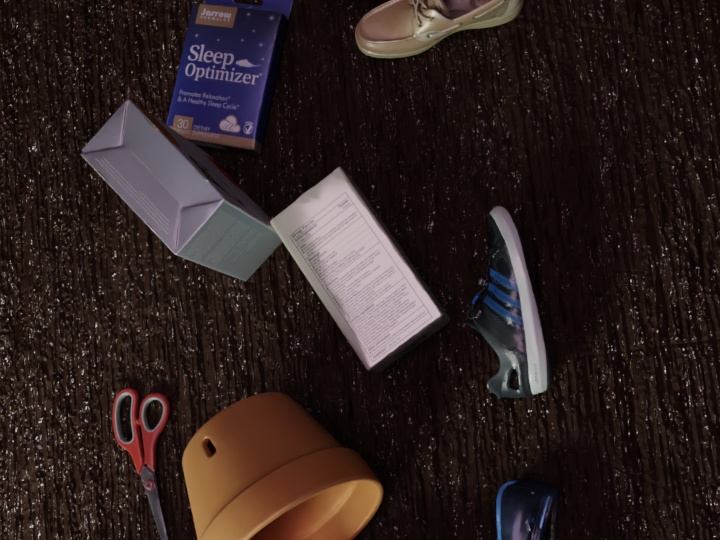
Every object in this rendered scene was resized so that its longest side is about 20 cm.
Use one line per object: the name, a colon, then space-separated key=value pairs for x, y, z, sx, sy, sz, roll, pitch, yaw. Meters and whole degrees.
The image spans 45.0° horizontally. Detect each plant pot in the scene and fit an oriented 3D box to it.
plant pot: x=-0.093 y=0.222 z=0.894 sx=0.199 sy=0.200 sz=0.141 roll=-40 pitch=59 yaw=5

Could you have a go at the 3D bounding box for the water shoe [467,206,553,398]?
water shoe: x=0.146 y=0.033 z=0.916 sx=0.078 sy=0.071 sz=0.203 roll=-13 pitch=79 yaw=13

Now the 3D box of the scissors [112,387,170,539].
scissors: x=-0.253 y=0.238 z=1.012 sx=0.072 sy=0.014 sz=0.203 roll=-5 pitch=82 yaw=10

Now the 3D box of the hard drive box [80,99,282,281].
hard drive box: x=-0.183 y=-0.079 z=0.942 sx=0.077 sy=0.200 sz=0.156 roll=-46 pitch=76 yaw=3

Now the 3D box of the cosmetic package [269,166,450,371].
cosmetic package: x=0.000 y=0.000 z=0.954 sx=0.105 sy=0.071 sz=0.201 roll=-35 pitch=76 yaw=7

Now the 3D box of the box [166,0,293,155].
box: x=-0.158 y=-0.248 z=1.047 sx=0.119 sy=0.032 sz=0.203 roll=10 pitch=84 yaw=14

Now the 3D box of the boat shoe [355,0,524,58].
boat shoe: x=0.084 y=-0.298 z=0.979 sx=0.197 sy=0.064 sz=0.072 roll=-16 pitch=79 yaw=10

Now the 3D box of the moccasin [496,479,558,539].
moccasin: x=0.175 y=0.313 z=0.863 sx=0.067 sy=0.080 sz=0.203 roll=-7 pitch=82 yaw=24
